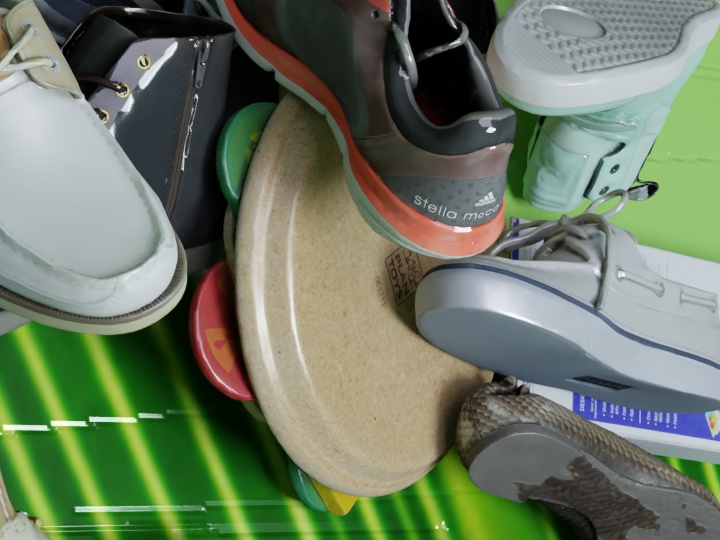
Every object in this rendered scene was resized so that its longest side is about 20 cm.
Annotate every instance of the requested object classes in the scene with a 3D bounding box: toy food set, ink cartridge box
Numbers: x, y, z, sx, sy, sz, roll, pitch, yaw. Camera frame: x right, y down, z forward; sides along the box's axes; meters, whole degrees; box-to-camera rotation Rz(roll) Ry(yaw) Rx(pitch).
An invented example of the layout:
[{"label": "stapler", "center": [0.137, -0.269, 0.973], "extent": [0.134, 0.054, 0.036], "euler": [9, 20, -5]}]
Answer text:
[{"label": "toy food set", "center": [0.000, 0.000, 0.833], "extent": [0.198, 0.048, 0.201], "euler": [-56, 132, -38]}, {"label": "ink cartridge box", "center": [0.140, 0.039, 0.959], "extent": [0.199, 0.039, 0.100], "euler": [13, 73, -34]}]

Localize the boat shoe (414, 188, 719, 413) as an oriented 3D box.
[{"label": "boat shoe", "center": [0.101, 0.005, 0.860], "extent": [0.201, 0.074, 0.087], "euler": [17, 70, -41]}]

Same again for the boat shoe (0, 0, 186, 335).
[{"label": "boat shoe", "center": [-0.136, -0.058, 0.667], "extent": [0.200, 0.069, 0.075], "euler": [41, 57, 22]}]

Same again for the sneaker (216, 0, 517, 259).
[{"label": "sneaker", "center": [0.009, -0.100, 0.759], "extent": [0.077, 0.082, 0.200], "euler": [-14, 54, -33]}]

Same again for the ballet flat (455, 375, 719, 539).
[{"label": "ballet flat", "center": [0.109, 0.097, 0.895], "extent": [0.199, 0.067, 0.047], "euler": [30, 29, -42]}]

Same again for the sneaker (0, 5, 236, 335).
[{"label": "sneaker", "center": [-0.132, -0.043, 0.739], "extent": [0.199, 0.075, 0.107], "euler": [-18, 125, -46]}]

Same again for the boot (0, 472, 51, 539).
[{"label": "boot", "center": [-0.105, 0.121, 0.746], "extent": [0.154, 0.072, 0.202], "euler": [-11, 90, -36]}]

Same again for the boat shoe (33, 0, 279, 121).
[{"label": "boat shoe", "center": [-0.083, -0.090, 0.817], "extent": [0.199, 0.062, 0.073], "euler": [26, 64, -28]}]

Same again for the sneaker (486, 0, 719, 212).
[{"label": "sneaker", "center": [0.104, -0.068, 0.894], "extent": [0.073, 0.119, 0.200], "euler": [32, 27, 19]}]

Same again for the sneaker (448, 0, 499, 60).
[{"label": "sneaker", "center": [0.025, -0.178, 0.853], "extent": [0.074, 0.082, 0.201], "euler": [-34, 121, -19]}]
